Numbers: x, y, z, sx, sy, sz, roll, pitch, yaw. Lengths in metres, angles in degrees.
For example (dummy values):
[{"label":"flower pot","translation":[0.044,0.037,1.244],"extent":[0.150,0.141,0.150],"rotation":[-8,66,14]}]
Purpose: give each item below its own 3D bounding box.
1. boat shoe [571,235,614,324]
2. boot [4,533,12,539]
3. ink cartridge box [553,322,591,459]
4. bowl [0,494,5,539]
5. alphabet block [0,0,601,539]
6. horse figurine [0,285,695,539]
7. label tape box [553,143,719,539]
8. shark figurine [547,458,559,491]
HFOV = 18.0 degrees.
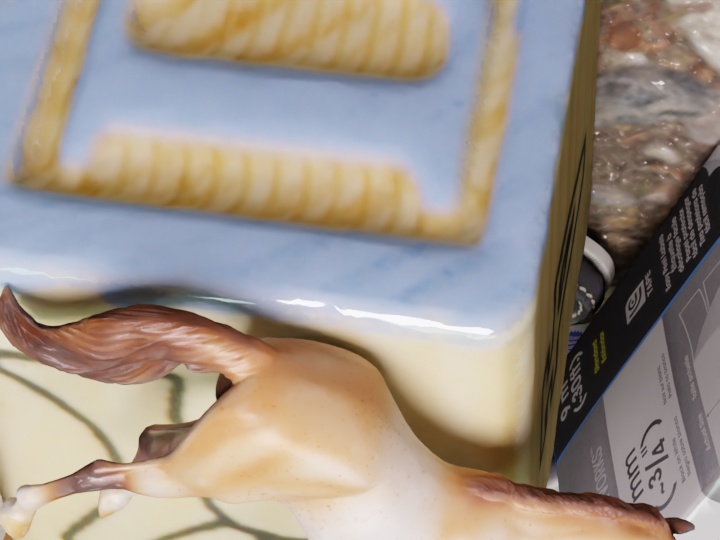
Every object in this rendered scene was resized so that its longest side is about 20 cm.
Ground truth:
[{"label":"boat shoe","translation":[0.000,0.000,0.904],"extent":[0.199,0.061,0.074],"rotation":[13,148,0]},{"label":"boot","translation":[-0.156,0.081,0.967],"extent":[0.074,0.155,0.200],"rotation":[37,167,5]},{"label":"ink cartridge box","translation":[0.038,0.074,1.022],"extent":[0.199,0.044,0.094],"rotation":[-9,144,30]},{"label":"bowl","translation":[-0.181,0.030,0.721],"extent":[0.200,0.074,0.200],"rotation":[51,163,25]},{"label":"alphabet block","translation":[-0.023,-0.020,0.755],"extent":[0.194,0.197,0.200],"rotation":[9,148,8]},{"label":"horse figurine","translation":[-0.014,0.065,0.649],"extent":[0.132,0.050,0.200],"rotation":[-31,123,32]},{"label":"label tape box","translation":[0.116,0.076,0.843],"extent":[0.063,0.145,0.200],"rotation":[21,124,-17]},{"label":"shark figurine","translation":[0.001,0.142,1.006],"extent":[0.090,0.214,0.128],"rotation":[50,180,9]}]
